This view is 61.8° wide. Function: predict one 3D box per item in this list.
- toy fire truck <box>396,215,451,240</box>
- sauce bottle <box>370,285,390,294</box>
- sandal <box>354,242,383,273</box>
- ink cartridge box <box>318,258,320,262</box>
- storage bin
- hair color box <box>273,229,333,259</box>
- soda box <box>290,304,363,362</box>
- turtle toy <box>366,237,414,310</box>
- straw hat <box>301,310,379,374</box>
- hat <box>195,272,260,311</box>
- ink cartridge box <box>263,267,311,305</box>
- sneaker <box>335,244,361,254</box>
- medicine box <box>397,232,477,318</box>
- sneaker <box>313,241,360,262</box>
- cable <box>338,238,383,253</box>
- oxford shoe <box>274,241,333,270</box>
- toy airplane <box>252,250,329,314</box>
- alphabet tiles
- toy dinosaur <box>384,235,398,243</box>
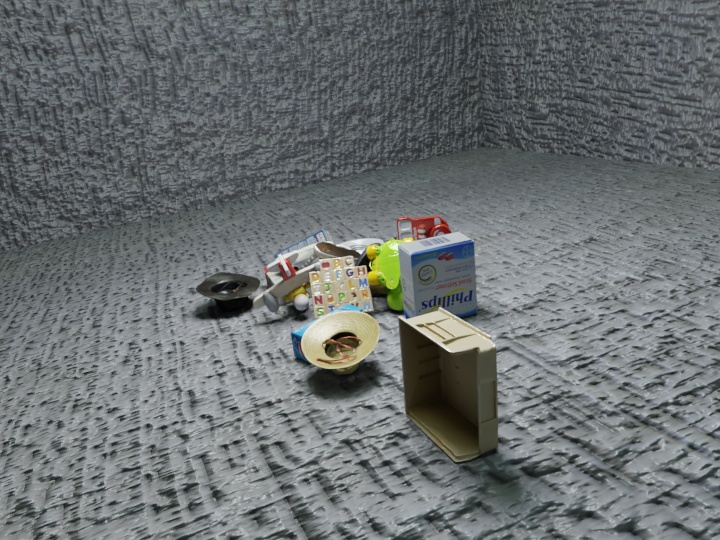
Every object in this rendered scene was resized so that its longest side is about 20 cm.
[{"bbox_3d":[0.196,-0.068,1.840,0.162,0.206,0.112,-5,17,4],"label":"toy fire truck"},{"bbox_3d":[0.024,0.039,1.820,0.194,0.067,0.065,-1,19,27],"label":"sauce bottle"},{"bbox_3d":[-0.001,0.000,1.747,0.075,0.202,0.043,27,13,-39],"label":"sandal"},{"bbox_3d":[-0.116,-0.008,1.947,0.038,0.103,0.201,5,16,-6],"label":"ink cartridge box"},{"bbox_3d":[0.157,0.198,1.078,0.091,0.206,0.198,-12,18,-21],"label":"storage bin"},{"bbox_3d":[-0.193,-0.069,2.082,0.196,0.062,0.100,-26,-5,9],"label":"hair color box"},{"bbox_3d":[-0.078,0.155,1.509,0.063,0.070,0.197,11,26,44],"label":"soda box"},{"bbox_3d":[0.096,0.008,1.672,0.141,0.206,0.101,-9,-21,18],"label":"turtle toy"},{"bbox_3d":[-0.040,0.187,1.373,0.195,0.087,0.203,-9,31,5],"label":"straw hat"},{"bbox_3d":[-0.403,0.077,1.857,0.194,0.083,0.202,-1,25,1],"label":"hat"},{"bbox_3d":[-0.234,0.036,1.920,0.113,0.069,0.200,-14,20,-17],"label":"ink cartridge box"},{"bbox_3d":[-0.015,-0.026,1.945,0.196,0.075,0.070,22,-1,31],"label":"sneaker"},{"bbox_3d":[0.202,0.022,1.571,0.177,0.206,0.103,-12,18,-13],"label":"medicine box"},{"bbox_3d":[-0.076,-0.025,1.792,0.197,0.085,0.073,15,31,-47],"label":"sneaker"},{"bbox_3d":[-0.006,-0.054,2.091,0.195,0.071,0.199,-17,21,-26],"label":"cable"},{"bbox_3d":[-0.172,-0.039,1.883,0.195,0.059,0.075,-22,-12,-7],"label":"oxford shoe"},{"bbox_3d":[-0.186,0.043,1.706,0.196,0.201,0.143,-1,52,-45],"label":"toy airplane"},{"bbox_3d":[-0.053,0.058,1.644,0.161,0.206,0.006,-6,-24,-8],"label":"alphabet tiles"},{"bbox_3d":[0.160,-0.037,1.972,0.182,0.201,0.104,46,22,15],"label":"toy dinosaur"}]
